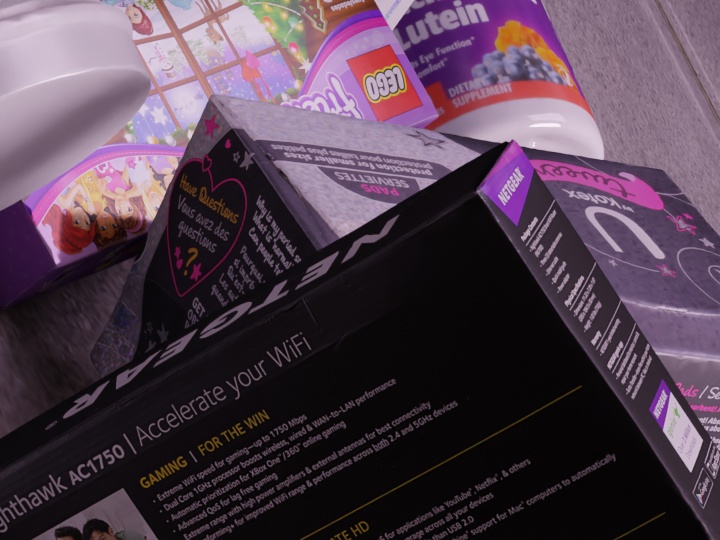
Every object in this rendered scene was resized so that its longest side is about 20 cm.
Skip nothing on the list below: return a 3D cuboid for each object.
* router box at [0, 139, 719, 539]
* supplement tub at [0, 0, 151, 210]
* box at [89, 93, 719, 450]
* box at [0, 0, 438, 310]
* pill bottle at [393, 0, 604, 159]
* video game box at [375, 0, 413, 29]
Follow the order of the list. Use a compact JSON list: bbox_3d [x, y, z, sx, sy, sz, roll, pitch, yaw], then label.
[{"bbox_3d":[-0.001,0.076,0.807,0.149,0.200,0.051,56,23,-9],"label":"router box"},{"bbox_3d":[-0.157,-0.111,0.774,0.200,0.145,0.145,62,18,8],"label":"supplement tub"},{"bbox_3d":[0.035,0.030,0.933,0.200,0.115,0.132,9,31,-35],"label":"box"},{"bbox_3d":[-0.077,-0.081,0.983,0.200,0.039,0.137,-25,84,-45],"label":"box"},{"bbox_3d":[0.036,-0.117,1.370,0.111,0.111,0.200,33,31,-55],"label":"pill bottle"},{"bbox_3d":[-0.052,-0.171,1.169,0.200,0.047,0.182,62,-18,9],"label":"video game box"}]
